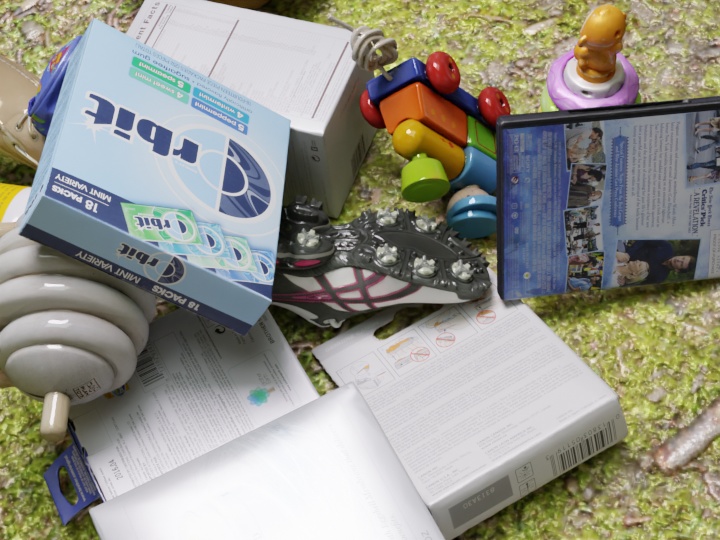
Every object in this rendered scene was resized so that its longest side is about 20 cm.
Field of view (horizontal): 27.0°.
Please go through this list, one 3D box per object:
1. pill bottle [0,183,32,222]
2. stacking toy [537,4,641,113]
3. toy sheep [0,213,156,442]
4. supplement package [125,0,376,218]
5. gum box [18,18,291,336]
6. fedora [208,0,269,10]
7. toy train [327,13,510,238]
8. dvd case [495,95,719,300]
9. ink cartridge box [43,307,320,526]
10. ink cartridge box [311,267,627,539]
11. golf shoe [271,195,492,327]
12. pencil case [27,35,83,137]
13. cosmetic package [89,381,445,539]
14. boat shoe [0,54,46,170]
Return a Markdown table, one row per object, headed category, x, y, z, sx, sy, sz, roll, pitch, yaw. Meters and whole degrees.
| category | x | y | z | sx | sy | sz | roll | pitch | yaw |
| --- | --- | --- | --- | --- | --- | --- | --- | --- | --- |
| pill bottle | -0.298 | -0.018 | 1.180 | 0.198 | 0.105 | 0.105 | 7 | 56 | 12 |
| stacking toy | 0.175 | -0.125 | 1.138 | 0.115 | 0.201 | 0.110 | -31 | 57 | -17 |
| toy sheep | -0.207 | 0.026 | 1.039 | 0.136 | 0.138 | 0.202 | -3 | 63 | 4 |
| supplement package | -0.097 | -0.138 | 1.237 | 0.198 | 0.110 | 0.114 | 14 | 58 | 16 |
| gum box | -0.136 | -0.069 | 1.052 | 0.169 | 0.045 | 0.201 | 26 | 39 | -20 |
| fedora | -0.125 | -0.291 | 1.365 | 0.198 | 0.082 | 0.202 | 0 | 53 | 0 |
| toy train | 0.040 | -0.106 | 1.156 | 0.084 | 0.199 | 0.117 | -25 | 57 | 32 |
| dvd case | 0.198 | -0.054 | 1.115 | 0.198 | 0.144 | 0.018 | -6 | 24 | -6 |
| ink cartridge box | -0.137 | 0.110 | 1.087 | 0.199 | 0.077 | 0.137 | -25 | 53 | -12 |
| ink cartridge box | 0.075 | 0.090 | 1.108 | 0.160 | 0.050 | 0.200 | -28 | 38 | -12 |
| golf shoe | 0.000 | 0.000 | 1.152 | 0.198 | 0.089 | 0.078 | 10 | 40 | -2 |
| pencil case | -0.167 | -0.090 | 1.163 | 0.200 | 0.078 | 0.087 | 40 | 100 | -12 |
| cosmetic package | -0.043 | 0.216 | 0.976 | 0.199 | 0.123 | 0.200 | -26 | 56 | -10 |
| boat shoe | -0.247 | -0.111 | 1.207 | 0.200 | 0.065 | 0.072 | 44 | 64 | -6 |
